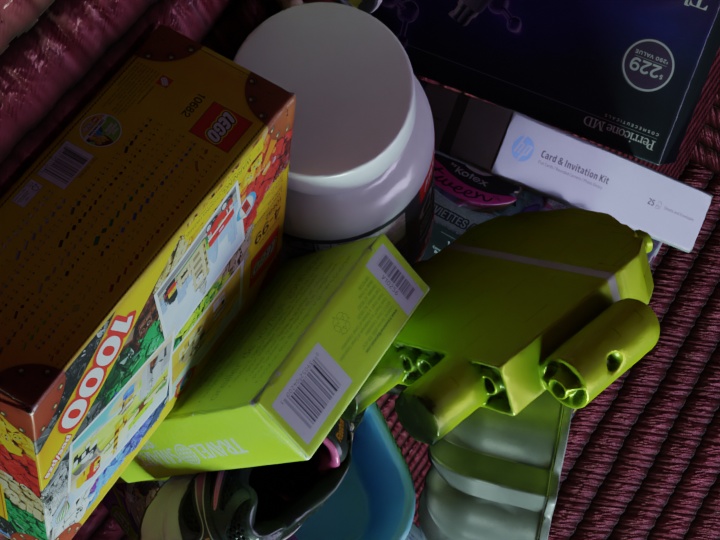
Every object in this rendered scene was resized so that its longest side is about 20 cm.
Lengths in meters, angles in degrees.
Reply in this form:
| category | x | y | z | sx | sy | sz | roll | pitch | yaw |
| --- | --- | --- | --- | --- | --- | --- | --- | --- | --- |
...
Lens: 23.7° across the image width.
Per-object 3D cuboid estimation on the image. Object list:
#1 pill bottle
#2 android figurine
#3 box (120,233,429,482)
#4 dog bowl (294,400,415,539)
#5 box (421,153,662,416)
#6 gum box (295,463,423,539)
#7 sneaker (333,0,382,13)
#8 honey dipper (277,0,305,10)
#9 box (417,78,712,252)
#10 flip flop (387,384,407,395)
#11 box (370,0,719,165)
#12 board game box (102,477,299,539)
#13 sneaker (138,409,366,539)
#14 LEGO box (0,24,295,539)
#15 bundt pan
| category | x | y | z | sx | sy | sz | roll | pitch | yaw |
| --- | --- | --- | --- | --- | --- | --- | --- | --- | --- |
| pill bottle | -0.016 | -0.060 | 0.938 | 0.116 | 0.116 | 0.200 | -58 | 170 | -13 |
| android figurine | 0.075 | 0.023 | 0.919 | 0.200 | 0.182 | 0.041 | -35 | 120 | -34 |
| box | -0.066 | 0.050 | 0.902 | 0.200 | 0.048 | 0.122 | -14 | -147 | 52 |
| dog bowl | -0.037 | 0.099 | 1.027 | 0.111 | 0.201 | 0.050 | -23 | 172 | -24 |
| box | 0.096 | -0.003 | 1.229 | 0.115 | 0.200 | 0.132 | -50 | 163 | -45 |
| gum box | -0.035 | 0.163 | 1.097 | 0.066 | 0.200 | 0.114 | -46 | -179 | -25 |
| sneaker | 0.002 | -0.208 | 0.837 | 0.085 | 0.074 | 0.200 | -63 | 178 | -21 |
| honey dipper | -0.043 | -0.149 | 0.851 | 0.038 | 0.038 | 0.200 | -60 | 172 | -3 |
| box | 0.096 | -0.073 | 1.058 | 0.200 | 0.156 | 0.041 | 28 | -83 | 60 |
| flip flop | 0.000 | 0.000 | 1.095 | 0.057 | 0.200 | 0.081 | -33 | 140 | 21 |
| box | 0.115 | -0.162 | 1.021 | 0.142 | 0.199 | 0.079 | -71 | 165 | 13 |
| board game box | -0.082 | 0.167 | 1.009 | 0.032 | 0.200 | 0.120 | -18 | 143 | -39 |
| sneaker | -0.031 | 0.094 | 0.934 | 0.086 | 0.080 | 0.200 | -24 | -155 | 44 |
| LEGO box | -0.117 | 0.011 | 0.793 | 0.200 | 0.077 | 0.149 | -54 | 165 | -30 |
| bundt pan | 0.081 | 0.093 | 1.030 | 0.202 | 0.075 | 0.203 | 11 | 90 | -87 |
